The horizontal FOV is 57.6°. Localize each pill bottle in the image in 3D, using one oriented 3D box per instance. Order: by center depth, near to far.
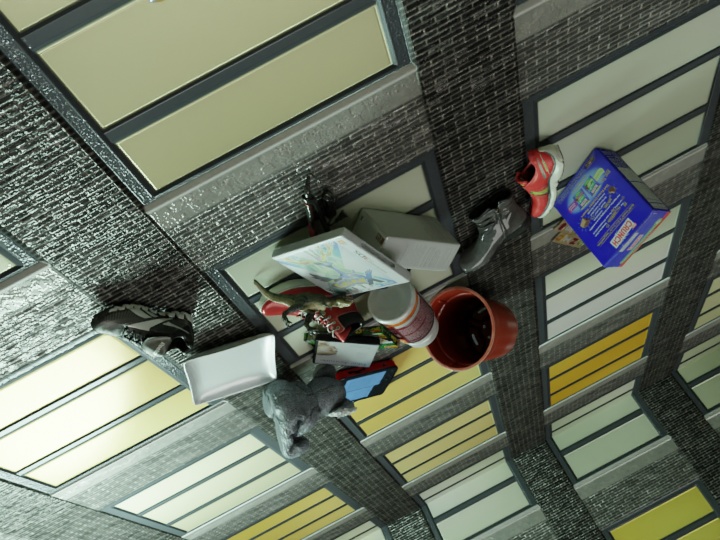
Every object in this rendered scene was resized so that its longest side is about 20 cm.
[{"bbox_3d":[0.104,0.101,1.505,0.114,0.115,0.200,-33,145,8],"label":"pill bottle"}]

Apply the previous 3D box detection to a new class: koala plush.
[{"bbox_3d":[-0.119,0.318,1.579,0.199,0.178,0.184,-18,146,-20],"label":"koala plush"}]

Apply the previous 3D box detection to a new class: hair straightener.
[{"bbox_3d":[-0.064,-0.106,1.191,0.076,0.041,0.201,-22,141,-9],"label":"hair straightener"}]

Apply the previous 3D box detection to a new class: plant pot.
[{"bbox_3d":[0.288,0.147,1.642,0.201,0.201,0.195,-45,151,25],"label":"plant pot"}]

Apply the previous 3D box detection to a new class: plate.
[{"bbox_3d":[-0.286,0.214,1.453,0.198,0.032,0.200,-16,146,-17],"label":"plate"}]

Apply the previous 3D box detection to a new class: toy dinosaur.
[{"bbox_3d":[-0.115,0.074,1.274,0.198,0.089,0.048,9,146,-8],"label":"toy dinosaur"}]

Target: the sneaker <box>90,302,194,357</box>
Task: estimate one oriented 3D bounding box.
[{"bbox_3d":[-0.388,0.115,1.198,0.199,0.091,0.067,11,130,-43],"label":"sneaker"}]

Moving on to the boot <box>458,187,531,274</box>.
[{"bbox_3d":[0.267,-0.089,1.426,0.200,0.070,0.131,-46,136,13],"label":"boot"}]

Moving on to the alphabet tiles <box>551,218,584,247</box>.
[{"bbox_3d":[0.569,-0.122,1.633,0.199,0.006,0.167,8,133,-41],"label":"alphabet tiles"}]

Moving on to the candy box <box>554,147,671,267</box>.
[{"bbox_3d":[0.539,-0.135,1.420,0.076,0.201,0.170,-2,139,-33],"label":"candy box"}]

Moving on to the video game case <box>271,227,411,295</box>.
[{"bbox_3d":[-0.037,-0.009,1.215,0.199,0.022,0.182,-14,144,44],"label":"video game case"}]

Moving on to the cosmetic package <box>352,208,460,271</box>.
[{"bbox_3d":[0.089,-0.058,1.289,0.199,0.102,0.074,3,125,-36],"label":"cosmetic package"}]

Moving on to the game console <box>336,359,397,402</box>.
[{"bbox_3d":[-0.003,0.315,1.787,0.198,0.031,0.178,-9,141,-25],"label":"game console"}]

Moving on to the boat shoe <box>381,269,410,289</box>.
[{"bbox_3d":[0.000,0.000,1.342,0.199,0.075,0.093,10,149,-29],"label":"boat shoe"}]

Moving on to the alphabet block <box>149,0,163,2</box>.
[{"bbox_3d":[-0.144,-0.403,0.599,0.199,0.196,0.197,-20,147,-10],"label":"alphabet block"}]

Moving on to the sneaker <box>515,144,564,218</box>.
[{"bbox_3d":[0.364,-0.187,1.366,0.084,0.078,0.201,-5,144,2],"label":"sneaker"}]

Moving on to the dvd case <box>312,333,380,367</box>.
[{"bbox_3d":[-0.037,0.188,1.511,0.141,0.018,0.200,4,157,-5],"label":"dvd case"}]

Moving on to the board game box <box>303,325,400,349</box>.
[{"bbox_3d":[-0.019,0.159,1.495,0.198,0.024,0.105,-8,155,25],"label":"board game box"}]

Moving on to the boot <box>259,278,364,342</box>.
[{"bbox_3d":[-0.096,0.090,1.324,0.198,0.145,0.073,-10,145,-22],"label":"boot"}]
